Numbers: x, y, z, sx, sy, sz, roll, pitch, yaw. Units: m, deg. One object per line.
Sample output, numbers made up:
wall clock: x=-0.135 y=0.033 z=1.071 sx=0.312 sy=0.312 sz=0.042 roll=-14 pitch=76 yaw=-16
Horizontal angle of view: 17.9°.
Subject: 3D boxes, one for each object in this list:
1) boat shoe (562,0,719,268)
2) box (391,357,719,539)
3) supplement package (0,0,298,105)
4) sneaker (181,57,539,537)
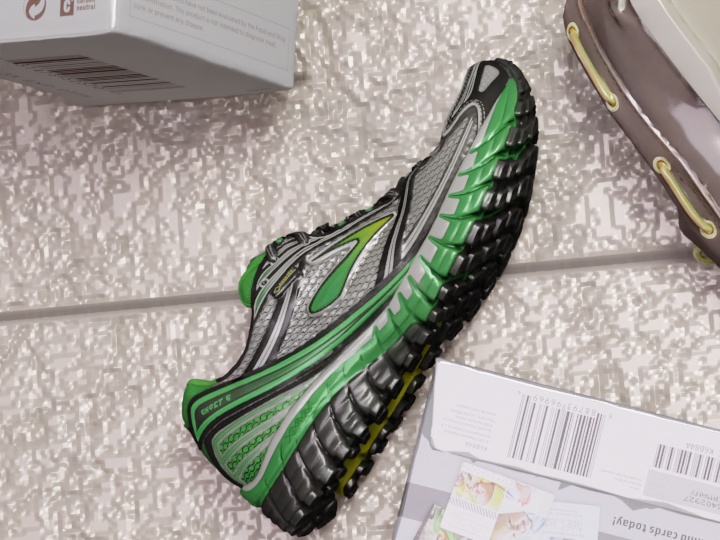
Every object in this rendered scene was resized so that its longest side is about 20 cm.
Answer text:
boat shoe: x=0.148 y=-0.035 z=0.871 sx=0.060 sy=0.072 sz=0.200 roll=-32 pitch=91 yaw=47
box: x=0.079 y=0.149 z=0.865 sx=0.156 sy=0.041 sz=0.200 roll=13 pitch=85 yaw=6
supplement package: x=-0.097 y=-0.175 z=0.893 sx=0.117 sy=0.117 sz=0.200 roll=-1 pitch=82 yaw=34
sneaker: x=0.000 y=0.000 z=0.888 sx=0.085 sy=0.078 sz=0.200 roll=35 pitch=92 yaw=14
